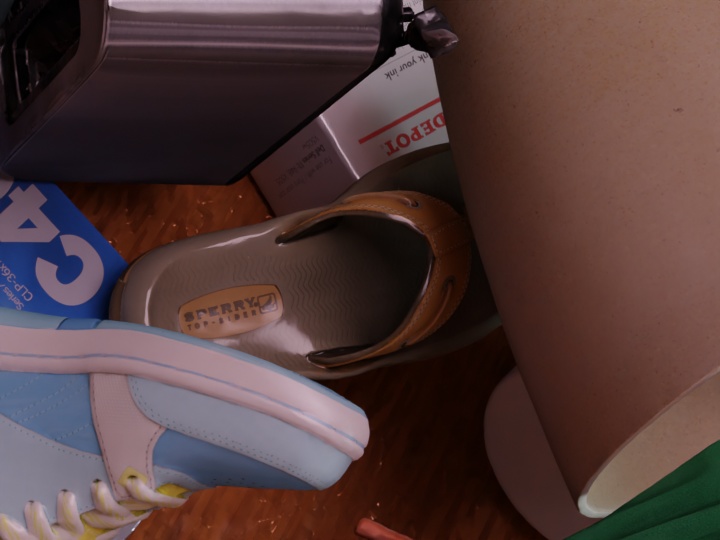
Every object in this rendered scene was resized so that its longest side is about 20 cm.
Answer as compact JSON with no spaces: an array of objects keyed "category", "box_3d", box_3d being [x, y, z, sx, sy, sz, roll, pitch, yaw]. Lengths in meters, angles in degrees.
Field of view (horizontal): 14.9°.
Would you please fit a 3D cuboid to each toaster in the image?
[{"category":"toaster","box_3d":[-0.066,-0.135,0.985,0.118,0.200,0.181,-3,78,-24]}]

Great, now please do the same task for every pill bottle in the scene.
[{"category":"pill bottle","box_3d":[0.146,0.031,1.170,0.114,0.114,0.200,53,51,-3]}]

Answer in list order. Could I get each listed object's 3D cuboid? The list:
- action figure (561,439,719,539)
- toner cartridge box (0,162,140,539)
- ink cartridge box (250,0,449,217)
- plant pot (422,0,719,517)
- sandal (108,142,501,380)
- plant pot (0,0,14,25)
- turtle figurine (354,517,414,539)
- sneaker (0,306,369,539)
[{"category":"action figure","box_3d":[0.102,0.108,0.945,0.055,0.200,0.118,61,6,-22]},{"category":"toner cartridge box","box_3d":[-0.142,0.009,1.025,0.200,0.043,0.095,48,52,-8]},{"category":"ink cartridge box","box_3d":[-0.002,-0.089,1.149,0.117,0.067,0.200,-29,87,-37]},{"category":"plant pot","box_3d":[0.110,-0.041,1.021,0.187,0.187,0.200,-16,67,-39]},{"category":"sandal","box_3d":[0.000,0.000,1.048,0.200,0.054,0.081,-16,87,-31]},{"category":"plant pot","box_3d":[-0.218,-0.139,0.933,0.188,0.200,0.201,-1,70,-33]},{"category":"turtle figurine","box_3d":[0.042,0.202,1.052,0.200,0.064,0.161,42,58,-14]},{"category":"sneaker","box_3d":[-0.098,0.084,0.913,0.080,0.200,0.131,39,62,-61]}]
